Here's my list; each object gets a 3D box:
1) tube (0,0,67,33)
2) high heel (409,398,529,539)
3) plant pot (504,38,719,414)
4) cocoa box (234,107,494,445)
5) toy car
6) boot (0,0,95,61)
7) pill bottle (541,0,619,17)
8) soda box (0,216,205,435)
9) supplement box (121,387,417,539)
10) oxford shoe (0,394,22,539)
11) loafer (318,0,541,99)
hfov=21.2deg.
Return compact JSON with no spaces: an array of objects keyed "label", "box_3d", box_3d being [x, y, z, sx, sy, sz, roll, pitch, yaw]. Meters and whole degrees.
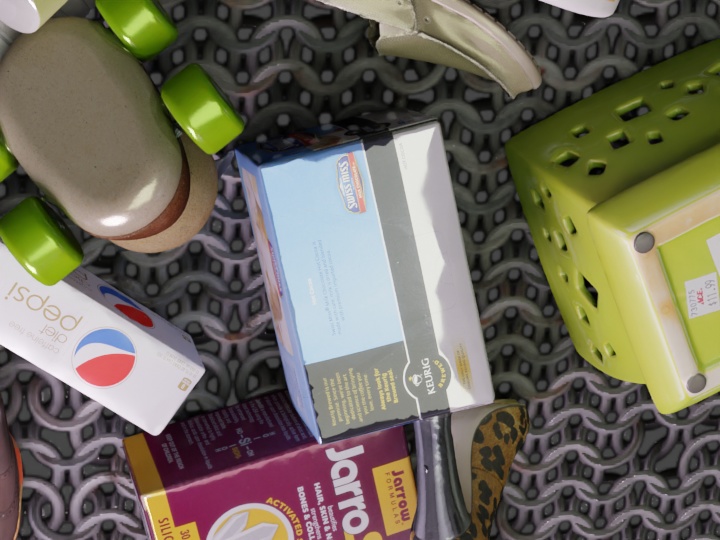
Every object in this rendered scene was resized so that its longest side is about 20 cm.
[{"label":"tube","box_3d":[-0.167,-0.235,1.238,0.200,0.052,0.058,-52,161,-31]},{"label":"high heel","box_3d":[0.083,0.168,1.420,0.071,0.200,0.144,-5,89,23]},{"label":"plant pot","box_3d":[0.243,-0.026,1.396,0.198,0.182,0.201,-25,114,-5]},{"label":"cocoa box","box_3d":[0.000,0.000,1.345,0.130,0.133,0.202,-14,101,-8]},{"label":"toy car","box_3d":[-0.153,-0.074,1.290,0.164,0.200,0.158,-38,71,4]},{"label":"boot","box_3d":[-0.257,-0.220,1.250,0.096,0.074,0.200,-46,123,-2]},{"label":"pill bottle","box_3d":[0.155,-0.284,1.311,0.111,0.112,0.201,14,105,-20]},{"label":"soda box","box_3d":[-0.209,0.034,1.352,0.199,0.068,0.064,33,98,-24]},{"label":"supplement box","box_3d":[-0.062,0.171,1.426,0.198,0.103,0.132,-17,113,-10]},{"label":"oxford shoe","box_3d":[-0.280,0.124,1.364,0.071,0.073,0.202,-13,113,-11]},{"label":"loafer","box_3d":[0.038,-0.175,1.344,0.199,0.076,0.069,33,100,-14]}]
